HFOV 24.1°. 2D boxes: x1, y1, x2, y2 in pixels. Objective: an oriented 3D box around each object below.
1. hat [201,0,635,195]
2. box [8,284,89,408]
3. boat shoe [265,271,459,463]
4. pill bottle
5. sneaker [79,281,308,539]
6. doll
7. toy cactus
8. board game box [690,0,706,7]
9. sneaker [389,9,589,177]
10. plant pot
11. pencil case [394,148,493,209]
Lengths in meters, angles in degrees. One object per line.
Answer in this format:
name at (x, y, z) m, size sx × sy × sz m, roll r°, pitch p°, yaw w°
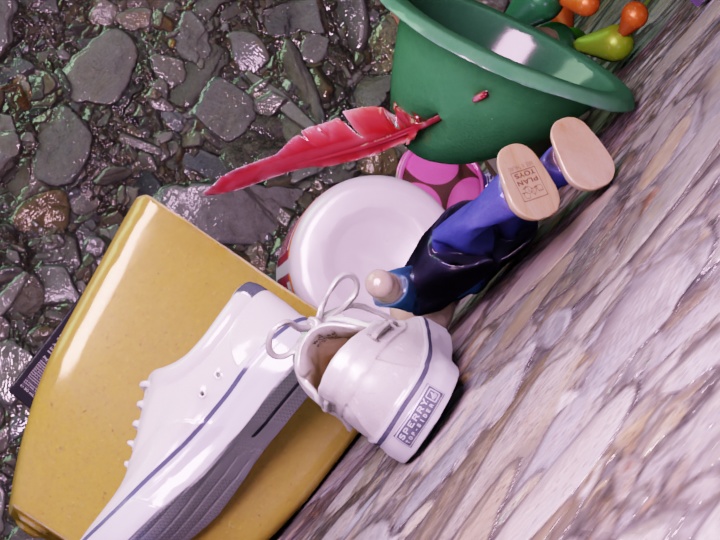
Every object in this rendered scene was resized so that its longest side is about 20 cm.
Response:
hat at (0.048, -0.071, 1.049) m, size 0.165 × 0.200 × 0.176 m, roll 5°, pitch -64°, yaw -45°
box at (-0.145, 0.096, 1.293) m, size 0.141 × 0.200 × 0.079 m, roll -47°, pitch 4°, yaw 32°
boat shoe at (-0.006, 0.046, 0.874) m, size 0.075 × 0.086 × 0.202 m, roll -57°, pitch 4°, yaw 4°
pill bottle at (0.000, 0.000, 1.161) m, size 0.113 × 0.113 × 0.200 m, roll -50°, pitch 3°, yaw -7°
sneaker at (-0.100, 0.094, 0.963) m, size 0.200 × 0.071 × 0.073 m, roll -48°, pitch -25°, yaw 5°
doll at (0.061, -0.013, 0.950) m, size 0.136 × 0.049 × 0.200 m, roll -27°, pitch -12°, yaw -29°
toy cactus at (0.120, -0.173, 1.233) m, size 0.164 × 0.103 × 0.200 m, roll -7°, pitch -24°, yaw -16°
board game box at (0.208, -0.289, 1.128) m, size 0.057 × 0.165 × 0.200 m, roll -45°, pitch 6°, yaw 45°
sneaker at (0.091, -0.148, 1.156) m, size 0.090 × 0.200 × 0.067 m, roll -31°, pitch 41°, yaw 8°
plant pot at (-0.121, 0.104, 1.078) m, size 0.200 × 0.195 × 0.194 m, roll -58°, pitch 5°, yaw -16°
pencil case at (0.040, -0.047, 1.424) m, size 0.200 × 0.090 × 0.094 m, roll 141°, pitch 134°, yaw -65°
